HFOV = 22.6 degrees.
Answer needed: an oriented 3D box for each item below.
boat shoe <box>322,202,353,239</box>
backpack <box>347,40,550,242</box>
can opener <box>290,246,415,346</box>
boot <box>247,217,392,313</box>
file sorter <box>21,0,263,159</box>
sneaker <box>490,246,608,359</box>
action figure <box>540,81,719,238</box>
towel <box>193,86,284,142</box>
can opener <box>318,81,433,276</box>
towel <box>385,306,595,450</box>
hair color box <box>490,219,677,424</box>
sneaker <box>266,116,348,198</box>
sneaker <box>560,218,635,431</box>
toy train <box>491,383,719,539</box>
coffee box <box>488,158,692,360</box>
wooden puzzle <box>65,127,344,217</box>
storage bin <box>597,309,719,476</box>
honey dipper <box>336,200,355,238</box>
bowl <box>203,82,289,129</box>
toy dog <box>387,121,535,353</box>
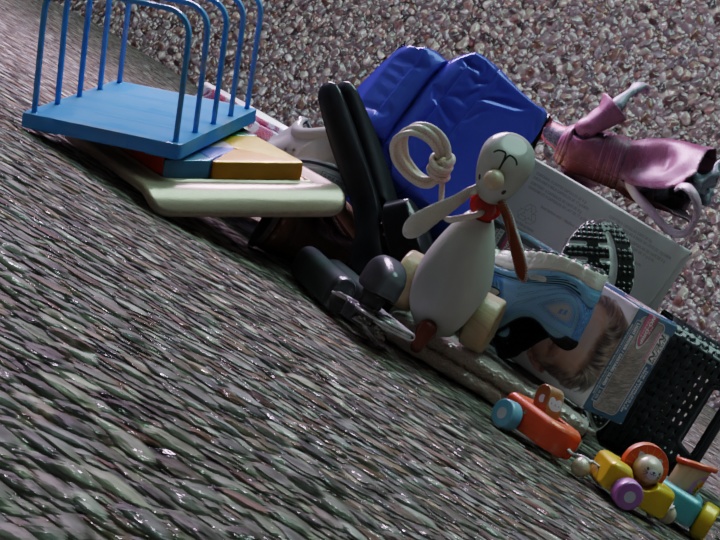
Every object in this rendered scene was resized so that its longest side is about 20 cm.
[{"bbox_3d":[-0.018,-0.036,1.853,0.072,0.072,0.200,59,2,1],"label":"boat shoe"},{"bbox_3d":[0.063,-0.117,1.686,0.168,0.163,0.200,44,-15,-2],"label":"backpack"},{"bbox_3d":[-0.002,0.014,1.462,0.053,0.066,0.200,29,0,-23],"label":"can opener"},{"bbox_3d":[0.000,0.000,1.619,0.200,0.064,0.186,33,4,-1],"label":"boot"},{"bbox_3d":[-0.178,-0.181,1.525,0.139,0.123,0.200,12,16,12],"label":"file sorter"},{"bbox_3d":[0.112,0.028,1.526,0.078,0.090,0.200,20,-11,-42],"label":"sneaker"},{"bbox_3d":[0.254,-0.101,1.794,0.200,0.134,0.149,20,45,11],"label":"action figure"},{"bbox_3d":[-0.114,-0.113,1.776,0.200,0.030,0.146,27,-31,-35],"label":"towel"},{"bbox_3d":[0.011,-0.071,1.554,0.063,0.079,0.200,7,61,-66],"label":"can opener"},{"bbox_3d":[0.109,0.087,1.533,0.200,0.034,0.133,31,4,2],"label":"towel"},{"bbox_3d":[0.170,0.041,1.569,0.061,0.100,0.200,24,7,-42],"label":"hair color box"},{"bbox_3d":[-0.058,-0.104,1.665,0.073,0.071,0.200,32,-11,-33],"label":"sneaker"},{"bbox_3d":[0.204,0.051,1.656,0.074,0.200,0.080,10,-9,0],"label":"sneaker"},{"bbox_3d":[0.202,0.142,1.398,0.200,0.056,0.150,27,6,-39],"label":"toy train"},{"bbox_3d":[0.178,0.004,1.818,0.200,0.200,0.198,31,4,-9],"label":"coffee box"},{"bbox_3d":[-0.134,-0.098,1.536,0.185,0.037,0.200,-1,24,-32],"label":"wooden puzzle"},{"bbox_3d":[0.305,0.122,1.766,0.094,0.135,0.200,32,5,5],"label":"storage bin"},{"bbox_3d":[0.003,-0.028,1.736,0.038,0.038,0.200,33,-11,31],"label":"honey dipper"},{"bbox_3d":[-0.114,-0.128,2.062,0.201,0.090,0.201,31,4,-2],"label":"bowl"},{"bbox_3d":[0.075,-0.010,1.416,0.132,0.200,0.096,9,35,20],"label":"toy dog"}]
